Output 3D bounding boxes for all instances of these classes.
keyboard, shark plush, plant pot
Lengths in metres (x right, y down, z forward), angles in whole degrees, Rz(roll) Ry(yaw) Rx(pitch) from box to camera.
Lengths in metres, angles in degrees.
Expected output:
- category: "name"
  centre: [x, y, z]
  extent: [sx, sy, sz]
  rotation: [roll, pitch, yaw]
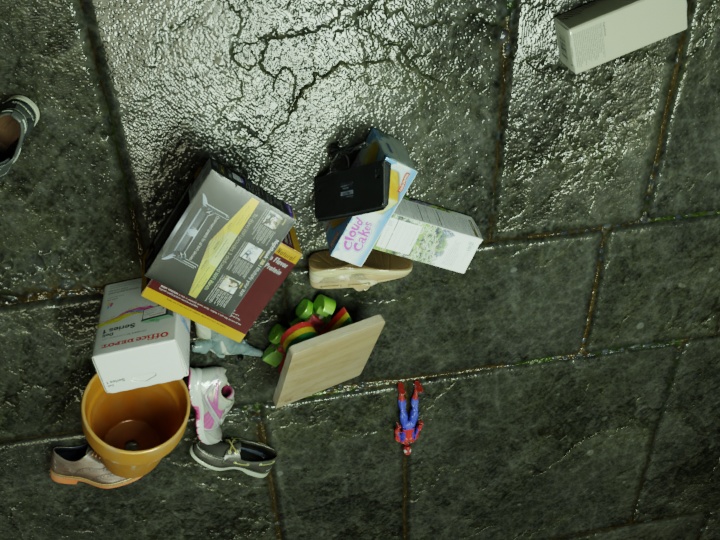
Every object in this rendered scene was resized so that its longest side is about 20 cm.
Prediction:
- category: "keyboard"
  centre: [-0.016, -0.153, 1.195]
  extent: [0.020, 0.198, 0.131]
  rotation: [2, 86, -38]
- category: "shark plush"
  centre: [-0.248, 0.134, 1.377]
  extent: [0.082, 0.092, 0.201]
  rotation: [-25, 130, 19]
- category: "plant pot"
  centre: [-0.439, 0.305, 1.406]
  extent: [0.195, 0.204, 0.185]
  rotation: [7, 138, -16]

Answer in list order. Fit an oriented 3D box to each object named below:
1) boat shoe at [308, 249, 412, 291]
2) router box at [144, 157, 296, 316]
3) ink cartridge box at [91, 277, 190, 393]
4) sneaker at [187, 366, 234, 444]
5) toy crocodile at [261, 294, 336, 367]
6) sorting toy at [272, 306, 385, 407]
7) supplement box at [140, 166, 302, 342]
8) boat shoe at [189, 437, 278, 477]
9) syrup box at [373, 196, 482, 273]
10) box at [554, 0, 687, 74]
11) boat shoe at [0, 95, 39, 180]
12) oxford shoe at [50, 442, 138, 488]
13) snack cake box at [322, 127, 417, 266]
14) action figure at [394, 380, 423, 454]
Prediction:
- category: "boat shoe"
  centre: [0.000, 0.000, 1.359]
  extent: [0.194, 0.072, 0.066]
  rotation: [0, 131, -2]
- category: "router box"
  centre: [-0.217, -0.047, 1.119]
  extent: [0.155, 0.053, 0.201]
  rotation: [29, 107, -28]
- category: "ink cartridge box"
  centre: [-0.377, 0.102, 1.262]
  extent: [0.141, 0.202, 0.086]
  rotation: [-11, 127, -4]
- category: "sneaker"
  centre: [-0.296, 0.276, 1.471]
  extent: [0.086, 0.082, 0.203]
  rotation: [-9, 130, -10]
- category: "toy crocodile"
  centre: [-0.119, 0.120, 1.415]
  extent: [0.199, 0.062, 0.067]
  rotation: [-43, 122, 18]
- category: "sorting toy"
  centre: [-0.073, 0.154, 1.381]
  extent: [0.196, 0.070, 0.201]
  rotation: [-17, 149, -29]
- category: "supplement box"
  centre: [-0.239, -0.026, 1.237]
  extent: [0.195, 0.134, 0.201]
  rotation: [29, 109, -28]
- category: "boat shoe"
  centre: [-0.271, 0.393, 1.563]
  extent: [0.198, 0.072, 0.061]
  rotation: [23, 120, -34]
- category: "syrup box"
  centre: [0.116, -0.070, 1.324]
  extent: [0.196, 0.082, 0.080]
  rotation: [14, 122, -21]
- category: "box"
  centre: [0.421, -0.402, 1.172]
  extent: [0.196, 0.069, 0.083]
  rotation: [-21, 126, 2]
- category: "boat shoe"
  centre: [-0.571, -0.180, 1.114]
  extent: [0.071, 0.068, 0.200]
  rotation: [33, 113, -31]
- category: "oxford shoe"
  centre: [-0.548, 0.404, 1.512]
  extent: [0.195, 0.072, 0.074]
  rotation: [3, 119, -14]
- category: "snack cake box"
  centre: [0.011, -0.125, 1.244]
  extent: [0.066, 0.116, 0.202]
  rotation: [18, 118, -25]
- category: "action figure"
  centre: [0.108, 0.339, 1.622]
  extent: [0.064, 0.052, 0.204]
  rotation: [-8, 127, -11]
